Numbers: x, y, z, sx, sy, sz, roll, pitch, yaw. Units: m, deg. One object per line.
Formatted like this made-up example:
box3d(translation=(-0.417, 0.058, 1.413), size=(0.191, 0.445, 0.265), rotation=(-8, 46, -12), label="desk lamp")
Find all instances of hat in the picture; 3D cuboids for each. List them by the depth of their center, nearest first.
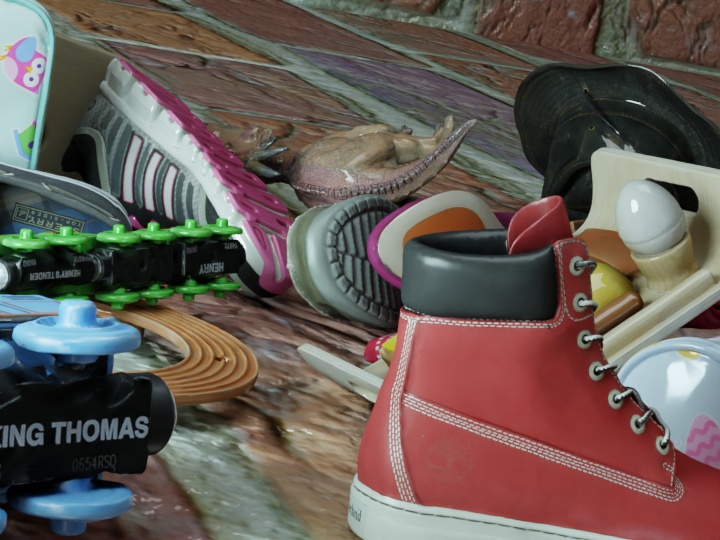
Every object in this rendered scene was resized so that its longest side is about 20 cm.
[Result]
box3d(translation=(0.192, -0.072, 1.677), size=(0.200, 0.081, 0.201), rotation=(25, -30, 16), label="hat")

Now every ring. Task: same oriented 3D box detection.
box3d(translation=(-0.146, 0.034, 1.002), size=(0.199, 0.019, 0.200), rotation=(12, 10, -2), label="ring")

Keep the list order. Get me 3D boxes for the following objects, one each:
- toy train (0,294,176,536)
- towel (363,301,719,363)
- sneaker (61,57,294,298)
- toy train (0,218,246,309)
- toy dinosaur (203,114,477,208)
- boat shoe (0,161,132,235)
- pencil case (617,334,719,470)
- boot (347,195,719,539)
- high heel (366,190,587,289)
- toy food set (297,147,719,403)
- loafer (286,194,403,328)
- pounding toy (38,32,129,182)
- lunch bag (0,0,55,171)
box3d(translation=(-0.163, 0.050, 0.753), size=(0.199, 0.087, 0.114), rotation=(-2, 8, -41), label="toy train")
box3d(translation=(0.120, 0.026, 1.134), size=(0.199, 0.023, 0.144), rotation=(-9, 0, 31), label="towel")
box3d(translation=(-0.111, -0.037, 1.272), size=(0.200, 0.088, 0.074), rotation=(47, 12, 32), label="sneaker")
box3d(translation=(-0.127, -0.004, 1.067), size=(0.056, 0.042, 0.200), rotation=(5, 6, 30), label="toy train")
box3d(translation=(-0.015, -0.055, 1.324), size=(0.135, 0.086, 0.200), rotation=(2, -3, -34), label="toy dinosaur")
box3d(translation=(-0.212, -0.028, 1.136), size=(0.199, 0.070, 0.066), rotation=(15, 8, -22), label="boat shoe")
box3d(translation=(0.191, 0.063, 1.032), size=(0.090, 0.084, 0.200), rotation=(22, 15, 27), label="pencil case")
box3d(translation=(0.104, 0.049, 0.860), size=(0.199, 0.145, 0.072), rotation=(10, 9, -15), label="boot")
box3d(translation=(0.051, -0.005, 1.217), size=(0.096, 0.068, 0.199), rotation=(-10, -10, 42), label="high heel")
box3d(translation=(0.079, 0.005, 1.033), size=(0.199, 0.061, 0.143), rotation=(-32, 22, -19), label="toy food set")
box3d(translation=(0.000, 0.000, 1.220), size=(0.069, 0.076, 0.200), rotation=(-8, -6, 21), label="loafer")
box3d(translation=(-0.290, -0.108, 1.328), size=(0.184, 0.143, 0.199), rotation=(22, 5, 41), label="pounding toy")
box3d(translation=(-0.266, -0.101, 1.177), size=(0.199, 0.161, 0.077), rotation=(6, 13, -21), label="lunch bag")
